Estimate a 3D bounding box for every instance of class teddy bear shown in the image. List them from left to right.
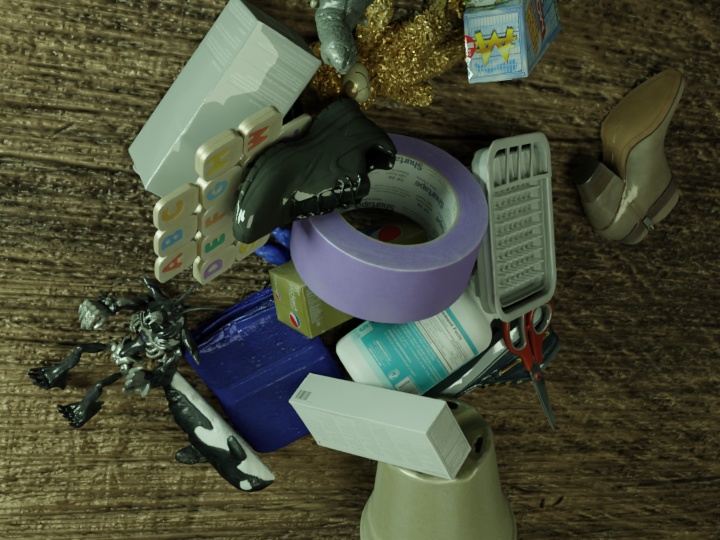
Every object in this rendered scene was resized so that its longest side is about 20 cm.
[{"bbox_3d":[0.044,-0.223,1.133,0.199,0.067,0.145,-14,145,-19],"label":"teddy bear"}]

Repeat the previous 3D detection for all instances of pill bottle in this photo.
[{"bbox_3d":[0.078,0.076,1.302,0.200,0.111,0.111,-35,125,-1],"label":"pill bottle"}]

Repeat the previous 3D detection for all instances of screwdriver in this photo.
[{"bbox_3d":[-0.067,-0.117,1.187,0.029,0.028,0.201,-36,132,-36],"label":"screwdriver"}]

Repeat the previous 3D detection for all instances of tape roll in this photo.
[{"bbox_3d":[0.029,-0.048,1.149,0.199,0.200,0.085,-7,142,-18],"label":"tape roll"}]

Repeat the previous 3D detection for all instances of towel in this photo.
[{"bbox_3d":[-0.105,0.117,1.294,0.147,0.050,0.200,-26,125,2],"label":"towel"}]

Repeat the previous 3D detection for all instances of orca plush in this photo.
[{"bbox_3d":[-0.186,0.195,1.261,0.071,0.105,0.200,-42,124,-8],"label":"orca plush"}]

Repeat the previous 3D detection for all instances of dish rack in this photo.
[{"bbox_3d":[0.169,-0.052,1.243,0.171,0.043,0.201,-19,106,-57],"label":"dish rack"}]

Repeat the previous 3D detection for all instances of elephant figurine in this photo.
[{"bbox_3d":[-0.006,-0.293,1.002,0.141,0.200,0.156,-22,118,-6],"label":"elephant figurine"}]

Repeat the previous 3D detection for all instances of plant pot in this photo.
[{"bbox_3d":[0.095,0.262,1.339,0.200,0.201,0.184,-15,133,-13],"label":"plant pot"}]

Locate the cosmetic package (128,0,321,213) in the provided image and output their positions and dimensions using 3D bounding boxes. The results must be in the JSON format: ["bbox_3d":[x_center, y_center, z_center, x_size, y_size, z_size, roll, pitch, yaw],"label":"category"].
[{"bbox_3d":[-0.138,-0.160,1.086,0.090,0.107,0.200,27,107,-32],"label":"cosmetic package"}]

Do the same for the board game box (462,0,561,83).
[{"bbox_3d":[0.141,-0.280,1.076,0.061,0.200,0.200,-4,127,21],"label":"board game box"}]

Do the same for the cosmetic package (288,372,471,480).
[{"bbox_3d":[0.020,0.171,1.226,0.051,0.200,0.083,-52,131,-32],"label":"cosmetic package"}]

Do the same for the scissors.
[{"bbox_3d":[0.211,0.123,1.367,0.073,0.014,0.201,-18,118,-25],"label":"scissors"}]

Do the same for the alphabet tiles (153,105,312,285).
[{"bbox_3d":[-0.122,-0.070,1.079,0.195,0.015,0.200,-35,155,-30],"label":"alphabet tiles"}]

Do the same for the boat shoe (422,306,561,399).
[{"bbox_3d":[0.164,0.125,1.385,0.200,0.071,0.091,-38,121,-1],"label":"boat shoe"}]

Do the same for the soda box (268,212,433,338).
[{"bbox_3d":[0.000,0.000,1.214,0.200,0.068,0.064,-24,120,-31],"label":"soda box"}]

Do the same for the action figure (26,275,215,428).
[{"bbox_3d":[-0.252,0.085,1.173,0.200,0.102,0.119,-37,84,8],"label":"action figure"}]

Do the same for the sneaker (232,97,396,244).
[{"bbox_3d":[-0.042,-0.088,1.065,0.200,0.091,0.076,-44,163,-26],"label":"sneaker"}]

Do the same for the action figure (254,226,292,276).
[{"bbox_3d":[-0.076,-0.018,1.227,0.200,0.052,0.066,27,101,-34],"label":"action figure"}]

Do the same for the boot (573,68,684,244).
[{"bbox_3d":[0.346,-0.128,1.328,0.200,0.070,0.146,-48,130,10],"label":"boot"}]
